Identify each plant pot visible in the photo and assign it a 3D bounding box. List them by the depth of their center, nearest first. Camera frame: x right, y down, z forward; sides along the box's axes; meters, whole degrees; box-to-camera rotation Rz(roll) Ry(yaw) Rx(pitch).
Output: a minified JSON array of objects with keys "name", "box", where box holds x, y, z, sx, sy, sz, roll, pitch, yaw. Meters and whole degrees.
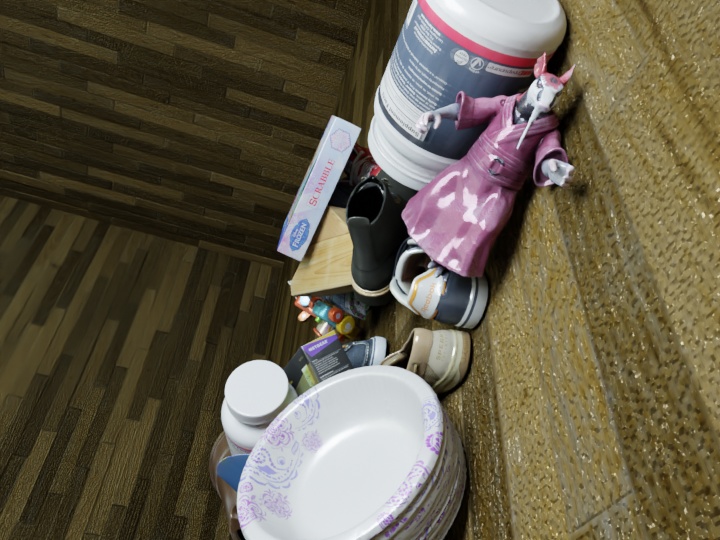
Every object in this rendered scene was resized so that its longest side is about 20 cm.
[{"name":"plant pot","box":[-0.168,0.393,1.102,0.198,0.198,0.202,-142,67,-70]}]

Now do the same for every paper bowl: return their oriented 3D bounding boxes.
[{"name":"paper bowl","box":[-0.001,0.191,0.545,0.199,0.105,0.201,-25,26,13]}]

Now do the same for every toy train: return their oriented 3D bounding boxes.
[{"name":"toy train","box":[-0.073,0.079,1.028,0.056,0.149,0.200,-58,-8,-7]}]

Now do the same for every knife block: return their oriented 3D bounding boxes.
[{"name":"knife block","box":[0.000,0.000,0.835,0.176,0.064,0.201,49,121,38]}]

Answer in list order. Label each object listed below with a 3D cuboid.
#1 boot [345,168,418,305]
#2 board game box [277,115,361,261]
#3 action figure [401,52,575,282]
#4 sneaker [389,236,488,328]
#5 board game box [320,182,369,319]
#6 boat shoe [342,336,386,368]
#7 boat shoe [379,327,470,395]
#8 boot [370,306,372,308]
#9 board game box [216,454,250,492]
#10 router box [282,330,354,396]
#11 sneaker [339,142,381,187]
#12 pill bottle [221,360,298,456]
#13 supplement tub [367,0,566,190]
[{"name":"boot","box":[0.029,-0.081,0.687,0.139,0.076,0.202,78,-164,-52]},{"name":"board game box","box":[-0.064,-0.132,0.920,0.200,0.041,0.201,-109,43,-75]},{"name":"action figure","box":[0.124,-0.086,0.530,0.148,0.134,0.201,-11,-39,-55]},{"name":"sneaker","box":[0.073,-0.011,0.651,0.200,0.079,0.079,-101,26,-69]},{"name":"board game box","box":[-0.008,-0.036,0.954,0.199,0.061,0.202,19,91,59]},{"name":"boat shoe","box":[-0.027,0.142,0.926,0.200,0.090,0.072,127,155,-63]},{"name":"boat shoe","box":[0.048,0.112,0.649,0.201,0.064,0.072,119,162,-52]},{"name":"boot","box":[0.010,-0.033,1.038,0.144,0.072,0.202,-129,47,-75]},{"name":"board game box","box":[-0.092,0.283,0.807,0.157,0.201,0.039,-13,36,32]},{"name":"router box","box":[-0.043,0.184,0.830,0.158,0.052,0.200,61,156,11]},{"name":"sneaker","box":[0.011,-0.147,0.929,0.200,0.111,0.072,-48,-20,-78]},{"name":"pill bottle","box":[-0.134,0.215,0.851,0.201,0.107,0.110,93,-178,-48]},{"name":"supplement tub","box":[0.095,-0.190,0.606,0.201,0.139,0.141,117,164,-49]}]
